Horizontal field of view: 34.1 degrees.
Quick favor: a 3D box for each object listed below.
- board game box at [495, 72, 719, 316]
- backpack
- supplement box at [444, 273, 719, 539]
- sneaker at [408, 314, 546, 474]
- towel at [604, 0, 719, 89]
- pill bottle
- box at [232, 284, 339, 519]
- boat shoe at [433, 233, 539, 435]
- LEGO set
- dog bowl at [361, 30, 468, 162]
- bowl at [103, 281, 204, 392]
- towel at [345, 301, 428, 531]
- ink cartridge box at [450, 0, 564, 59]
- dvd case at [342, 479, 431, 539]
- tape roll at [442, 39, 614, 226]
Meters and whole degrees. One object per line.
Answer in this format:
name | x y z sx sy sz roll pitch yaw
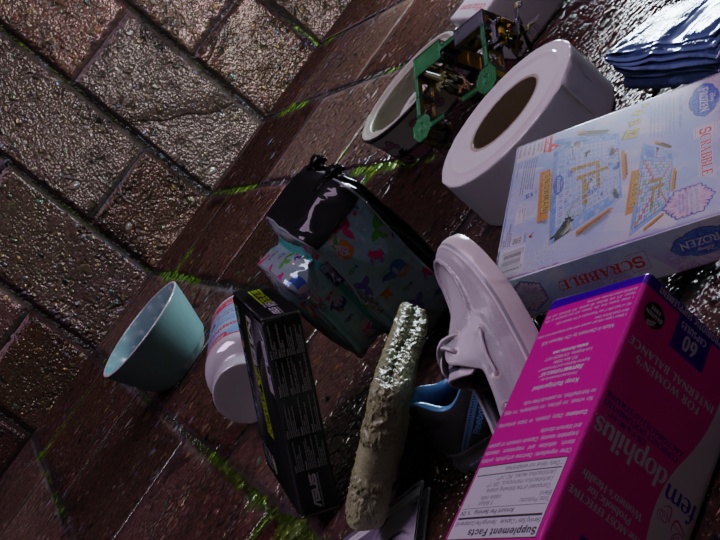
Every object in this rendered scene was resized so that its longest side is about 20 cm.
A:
board game box | 0.210 -0.062 0.931 0.197 0.041 0.201 -18 32 28
backpack | 0.000 0.000 1.208 0.152 0.199 0.177 -56 21 -1
supplement box | 0.147 0.118 0.728 0.103 0.101 0.201 -22 34 58
sneaker | 0.123 0.076 0.915 0.200 0.082 0.073 -45 16 19
towel | 0.308 -0.213 1.054 0.111 0.049 0.200 -41 14 -8
pill bottle | -0.146 0.114 1.522 0.109 0.108 0.200 -47 17 13
box | -0.080 0.126 1.198 0.047 0.203 0.193 -12 11 -11
boat shoe | 0.093 0.066 0.857 0.068 0.202 0.072 -22 -19 -12
LEGO set | 0.158 -0.237 1.499 0.200 0.115 0.156 -41 48 44
dog bowl | 0.092 -0.243 1.690 0.200 0.074 0.201 -46 18 19
bowl | -0.344 0.130 2.034 0.201 0.105 0.201 -47 17 19
towel | 0.027 0.122 1.023 0.200 0.036 0.151 -61 -18 -70
ink cartridge box | 0.230 -0.398 1.621 0.201 0.084 0.145 -52 16 1
dvd case | -0.004 0.279 0.950 0.149 0.016 0.201 -43 18 30
tape roll | 0.178 -0.149 1.261 0.203 0.071 0.203 -46 16 18
